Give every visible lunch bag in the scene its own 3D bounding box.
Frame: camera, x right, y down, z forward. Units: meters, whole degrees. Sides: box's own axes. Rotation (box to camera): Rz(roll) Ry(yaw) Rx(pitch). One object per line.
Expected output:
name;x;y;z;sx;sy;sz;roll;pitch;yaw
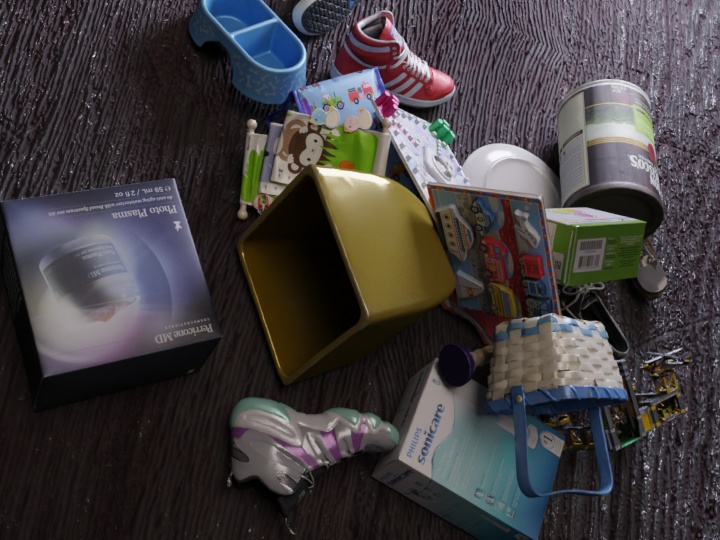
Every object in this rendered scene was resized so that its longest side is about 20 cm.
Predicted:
lunch bag;-0.012;-0.153;1.297;0.149;0.094;0.203;-23;86;-34

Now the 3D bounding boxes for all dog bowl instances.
dog bowl;-0.150;-0.313;1.302;0.111;0.050;0.200;-29;67;-35

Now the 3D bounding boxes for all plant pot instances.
plant pot;0.000;0.000;1.164;0.198;0.195;0.197;-7;68;-39

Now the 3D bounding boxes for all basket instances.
basket;0.231;0.159;1.113;0.175;0.138;0.204;14;62;-45

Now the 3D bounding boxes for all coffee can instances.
coffee can;0.366;-0.158;1.424;0.144;0.147;0.203;15;57;-17

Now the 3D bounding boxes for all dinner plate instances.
dinner plate;0.237;-0.104;1.419;0.197;0.024;0.204;10;63;-20

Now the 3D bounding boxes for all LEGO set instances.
LEGO set;0.325;0.155;1.255;0.197;0.153;0.118;-17;90;-23

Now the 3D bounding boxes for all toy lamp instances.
toy lamp;0.178;0.098;1.198;0.198;0.058;0.059;-9;69;-43

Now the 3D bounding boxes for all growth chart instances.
growth chart;-0.059;-0.136;1.226;0.196;0.018;0.148;1;96;-2

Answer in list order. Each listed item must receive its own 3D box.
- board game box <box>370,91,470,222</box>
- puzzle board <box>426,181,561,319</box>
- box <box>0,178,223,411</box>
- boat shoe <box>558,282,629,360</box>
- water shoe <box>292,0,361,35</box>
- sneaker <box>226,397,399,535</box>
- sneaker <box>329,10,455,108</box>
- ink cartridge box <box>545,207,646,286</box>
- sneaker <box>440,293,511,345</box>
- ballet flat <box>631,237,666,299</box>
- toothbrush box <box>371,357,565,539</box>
board game box;0.111;-0.140;1.300;0.199;0.026;0.202;9;50;-59
puzzle board;0.164;-0.015;1.167;0.149;0.202;0.017;10;45;31
box;-0.279;0.023;1.058;0.197;0.123;0.201;-12;72;-29
boat shoe;0.305;0.043;1.347;0.073;0.068;0.201;-24;80;-29
water shoe;-0.048;-0.417;1.426;0.078;0.072;0.200;29;54;25
sneaker;-0.056;0.228;1.087;0.196;0.078;0.142;6;67;-2
sneaker;0.064;-0.304;1.378;0.196;0.113;0.072;4;50;-23
ink cartridge box;0.245;-0.045;1.252;0.146;0.199;0.077;-5;108;-38
sneaker;0.183;0.051;1.279;0.199;0.087;0.074;35;57;-6
ballet flat;0.418;-0.046;1.467;0.066;0.046;0.203;-16;64;3
toothbrush box;0.134;0.227;1.170;0.198;0.085;0.148;31;56;-9
